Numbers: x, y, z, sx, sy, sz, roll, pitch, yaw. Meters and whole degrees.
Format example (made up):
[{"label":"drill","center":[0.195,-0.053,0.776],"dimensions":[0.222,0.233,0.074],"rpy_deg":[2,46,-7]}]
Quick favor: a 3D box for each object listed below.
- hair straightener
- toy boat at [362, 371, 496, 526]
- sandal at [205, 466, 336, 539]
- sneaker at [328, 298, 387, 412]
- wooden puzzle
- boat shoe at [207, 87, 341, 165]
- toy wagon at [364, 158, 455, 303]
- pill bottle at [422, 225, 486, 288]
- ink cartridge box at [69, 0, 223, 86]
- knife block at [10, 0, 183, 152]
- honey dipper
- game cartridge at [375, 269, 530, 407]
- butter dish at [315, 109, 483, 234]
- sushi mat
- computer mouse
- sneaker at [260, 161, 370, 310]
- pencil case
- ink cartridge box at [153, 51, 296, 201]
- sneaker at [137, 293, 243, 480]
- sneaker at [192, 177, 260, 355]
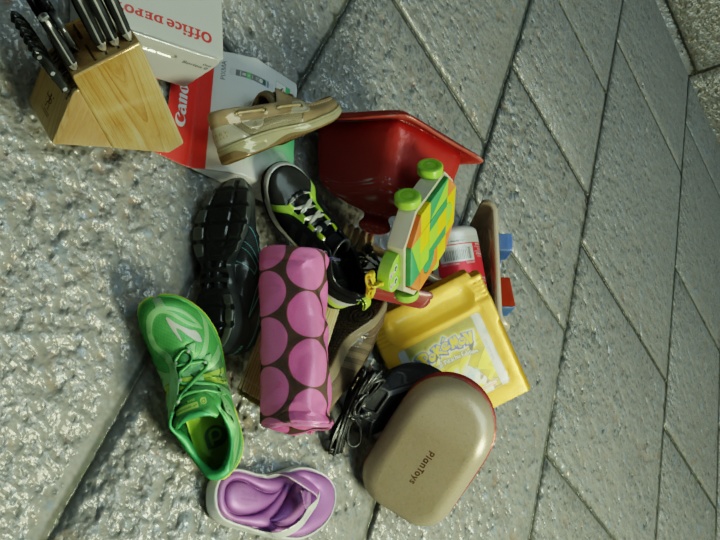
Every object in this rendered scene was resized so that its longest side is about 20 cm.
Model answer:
[{"label":"hair straightener","center":[0.000,0.000,1.052],"dimensions":[0.197,0.041,0.078],"rpy_deg":[8,49,-21]},{"label":"toy boat","center":[0.095,0.221,1.047],"dimensions":[0.129,0.202,0.131],"rpy_deg":[32,18,3]},{"label":"sandal","center":[-0.086,0.261,0.895],"dimensions":[0.201,0.049,0.084],"rpy_deg":[16,67,-49]},{"label":"sneaker","center":[-0.023,0.109,1.028],"dimensions":[0.200,0.070,0.076],"rpy_deg":[-47,135,-44]},{"label":"wooden puzzle","center":[0.212,0.009,1.277],"dimensions":[0.185,0.045,0.203],"rpy_deg":[95,-9,-75]},{"label":"boat shoe","center":[-0.095,-0.182,0.934],"dimensions":[0.199,0.071,0.065],"rpy_deg":[-33,104,-49]},{"label":"toy wagon","center":[0.064,-0.033,0.977],"dimensions":[0.201,0.039,0.157],"rpy_deg":[-54,151,-43]},{"label":"pill bottle","center":[0.137,0.043,1.200],"dimensions":[0.112,0.111,0.203],"rpy_deg":[-2,81,-52]},{"label":"ink cartridge box","center":[-0.229,-0.319,0.855],"dimensions":[0.145,0.083,0.203],"rpy_deg":[9,73,-42]},{"label":"knife block","center":[-0.229,-0.202,0.750],"dimensions":[0.199,0.176,0.064],"rpy_deg":[-4,50,-50]},{"label":"honey dipper","center":[0.057,-0.012,1.110],"dimensions":[0.198,0.038,0.038],"rpy_deg":[24,57,-17]},{"label":"game cartridge","center":[0.124,0.118,1.125],"dimensions":[0.202,0.174,0.032],"rpy_deg":[63,2,-16]},{"label":"butter dish","center":[0.032,-0.122,1.076],"dimensions":[0.198,0.198,0.150],"rpy_deg":[18,82,-48]},{"label":"sushi mat","center":[-0.078,0.084,0.928],"dimensions":[0.095,0.012,0.202],"rpy_deg":[41,41,-23]},{"label":"computer mouse","center":[0.036,0.160,1.048],"dimensions":[0.198,0.140,0.053],"rpy_deg":[-5,37,-48]},{"label":"sneaker","center":[-0.041,-0.044,0.946],"dimensions":[0.072,0.082,0.202],"rpy_deg":[-39,107,-31]},{"label":"pencil case","center":[-0.067,0.075,0.857],"dimensions":[0.094,0.089,0.203],"rpy_deg":[94,-4,-69]},{"label":"ink cartridge box","center":[-0.159,-0.187,0.947],"dimensions":[0.199,0.050,0.164],"rpy_deg":[24,60,-49]},{"label":"sneaker","center":[-0.164,0.116,0.802],"dimensions":[0.073,0.084,0.203],"rpy_deg":[-22,99,-7]},{"label":"sneaker","center":[-0.144,-0.002,0.902],"dimensions":[0.079,0.074,0.203],"rpy_deg":[28,63,-60]}]
